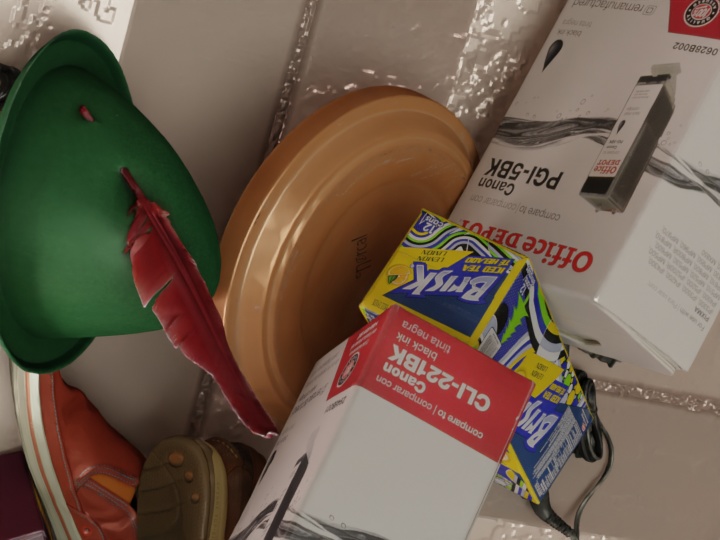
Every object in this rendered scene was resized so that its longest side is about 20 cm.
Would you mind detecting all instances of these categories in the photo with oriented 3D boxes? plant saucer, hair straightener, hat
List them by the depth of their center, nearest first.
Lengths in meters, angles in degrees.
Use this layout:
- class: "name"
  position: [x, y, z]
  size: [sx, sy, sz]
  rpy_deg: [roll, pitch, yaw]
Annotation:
- class: "hat"
  position: [-0.077, -0.014, 0.998]
  size: [0.175, 0.166, 0.201]
  rpy_deg: [7, 78, 19]
- class: "plant saucer"
  position: [0.000, 0.000, 1.094]
  size: [0.200, 0.032, 0.201]
  rpy_deg: [-27, 130, -38]
- class: "hair straightener"
  position: [0.125, 0.070, 1.204]
  size: [0.076, 0.041, 0.201]
  rpy_deg: [-15, 111, -13]

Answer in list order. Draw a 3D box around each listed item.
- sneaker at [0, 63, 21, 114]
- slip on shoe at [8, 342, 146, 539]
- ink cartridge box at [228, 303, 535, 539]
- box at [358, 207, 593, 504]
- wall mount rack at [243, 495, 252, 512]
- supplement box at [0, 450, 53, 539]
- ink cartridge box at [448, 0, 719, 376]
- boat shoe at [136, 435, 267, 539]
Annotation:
- class: "sneaker"
  position: [-0.211, -0.011, 1.063]
  size: [0.072, 0.072, 0.201]
  rpy_deg: [12, 99, -56]
- class: "slip on shoe"
  position: [-0.148, 0.105, 1.108]
  size: [0.061, 0.074, 0.201]
  rpy_deg: [-18, 118, -3]
- class: "ink cartridge box"
  position: [-0.011, 0.135, 0.978]
  size: [0.083, 0.144, 0.201]
  rpy_deg: [28, 69, -9]
- class: "box"
  position: [0.065, 0.050, 1.079]
  size: [0.064, 0.070, 0.200]
  rpy_deg: [-56, 152, -16]
- class: "wall mount rack"
  position: [-0.002, 0.144, 1.131]
  size: [0.074, 0.200, 0.175]
  rpy_deg: [1, 71, 17]
- class: "supplement box"
  position: [-0.192, 0.217, 1.111]
  size: [0.085, 0.110, 0.201]
  rpy_deg: [-17, 112, -9]
- class: "ink cartridge box"
  position: [0.147, -0.061, 1.080]
  size: [0.083, 0.146, 0.201]
  rpy_deg: [36, 78, -35]
- class: "boat shoe"
  position: [-0.084, 0.190, 1.095]
  size: [0.067, 0.072, 0.202]
  rpy_deg: [4, 94, -45]
